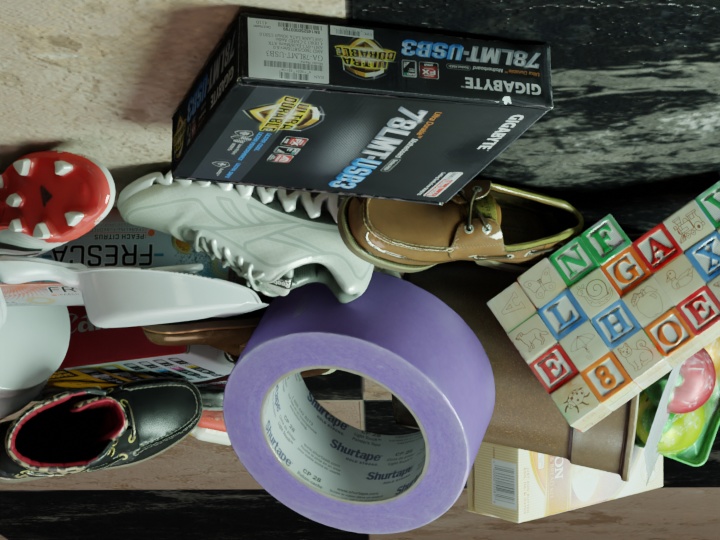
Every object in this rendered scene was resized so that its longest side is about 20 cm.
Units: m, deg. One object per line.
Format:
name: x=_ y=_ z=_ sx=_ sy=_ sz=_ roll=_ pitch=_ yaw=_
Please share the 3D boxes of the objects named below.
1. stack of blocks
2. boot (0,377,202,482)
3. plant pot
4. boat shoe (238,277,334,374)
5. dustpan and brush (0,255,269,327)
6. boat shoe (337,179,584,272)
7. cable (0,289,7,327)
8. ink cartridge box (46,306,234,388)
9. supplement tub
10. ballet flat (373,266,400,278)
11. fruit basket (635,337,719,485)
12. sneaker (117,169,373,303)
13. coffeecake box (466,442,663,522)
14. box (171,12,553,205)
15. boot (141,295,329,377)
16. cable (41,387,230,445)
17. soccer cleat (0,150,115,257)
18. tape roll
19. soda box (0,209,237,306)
stack of blocks: x=0.211 y=0.016 z=1.361 sx=0.200 sy=0.115 sz=0.059 roll=-36 pitch=163 yaw=8
boot: x=-0.218 y=0.131 z=1.525 sx=0.200 sy=0.073 sz=0.151 roll=-10 pitch=174 yaw=-17
plant pot: x=0.133 y=0.062 z=1.498 sx=0.198 sy=0.201 sz=0.200 roll=6 pitch=165 yaw=8
boat shoe: x=-0.096 y=0.033 z=1.569 sx=0.201 sy=0.074 sz=0.063 roll=30 pitch=176 yaw=-42
dustpan and brush: x=-0.182 y=0.012 z=1.331 sx=0.200 sy=0.057 sz=0.140 roll=-5 pitch=176 yaw=-20
boat shoe: x=0.077 y=-0.041 z=1.338 sx=0.200 sy=0.072 sz=0.068 roll=0 pitch=164 yaw=-38
cable: x=-0.348 y=-0.003 z=1.300 sx=0.200 sy=0.069 sz=0.200 roll=42 pitch=152 yaw=-16
ink cartridge box: x=-0.208 y=0.055 z=1.628 sx=0.200 sy=0.084 sz=0.175 roll=-9 pitch=162 yaw=30
supplement tub: x=-0.350 y=0.069 z=1.550 sx=0.144 sy=0.145 sz=0.200 roll=12 pitch=154 yaw=-37
ballet flat: x=0.000 y=0.000 z=1.464 sx=0.068 sy=0.069 sz=0.200 roll=2 pitch=164 yaw=-13
fruit basket: x=0.279 y=0.091 z=1.613 sx=0.094 sy=0.186 sz=0.200 roll=19 pitch=170 yaw=20
sneaker: x=-0.082 y=-0.026 z=1.338 sx=0.200 sy=0.081 sz=0.075 roll=9 pitch=165 yaw=-4
coffeecake box: x=0.194 y=0.141 z=1.706 sx=0.200 sy=0.154 sz=0.073 roll=-7 pitch=-172 yaw=-40
box: x=-0.006 y=-0.098 z=1.159 sx=0.198 sy=0.050 sz=0.200 roll=6 pitch=164 yaw=-17
boot: x=-0.093 y=0.057 z=1.498 sx=0.200 sy=0.076 sz=0.074 roll=-1 pitch=-158 yaw=-36
cable: x=-0.188 y=0.132 z=1.648 sx=0.200 sy=0.050 sz=0.097 roll=2 pitch=168 yaw=-15
soccer cleat: x=-0.240 y=-0.044 z=1.329 sx=0.200 sy=0.069 sz=0.085 roll=-19 pitch=175 yaw=38
tape roll: x=-0.001 y=0.103 z=1.412 sx=0.200 sy=0.085 sz=0.200 roll=10 pitch=128 yaw=13
soda box: x=-0.198 y=-0.010 z=1.439 sx=0.200 sy=0.064 sz=0.068 roll=0 pitch=164 yaw=3
